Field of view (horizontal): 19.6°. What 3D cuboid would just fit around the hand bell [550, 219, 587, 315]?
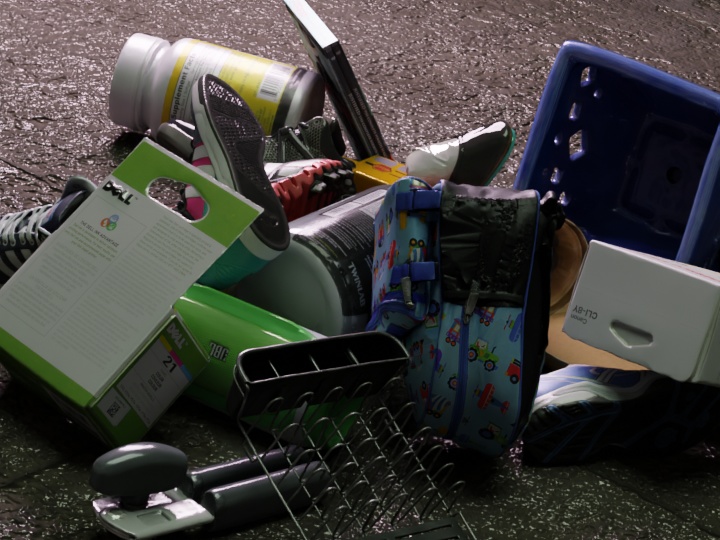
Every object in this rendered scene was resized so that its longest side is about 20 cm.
[{"bbox_3d":[0.118,-0.046,1.889,0.103,0.105,0.200,1,27,-23],"label":"hand bell"}]

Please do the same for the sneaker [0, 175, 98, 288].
[{"bbox_3d":[-0.266,-0.030,1.702,0.198,0.109,0.070,12,57,20],"label":"sneaker"}]

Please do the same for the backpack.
[{"bbox_3d":[0.075,0.041,1.615,0.133,0.202,0.183,5,-7,-6],"label":"backpack"}]

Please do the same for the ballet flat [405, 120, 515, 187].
[{"bbox_3d":[0.059,-0.065,1.868,0.068,0.200,0.068,24,35,-21],"label":"ballet flat"}]

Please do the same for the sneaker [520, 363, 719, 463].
[{"bbox_3d":[0.208,0.104,1.698,0.198,0.076,0.077,1,28,-27],"label":"sneaker"}]

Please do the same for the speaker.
[{"bbox_3d":[-0.096,0.069,1.623,0.199,0.089,0.088,21,25,22],"label":"speaker"}]

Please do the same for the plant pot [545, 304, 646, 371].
[{"bbox_3d":[0.231,0.068,1.857,0.198,0.028,0.200,9,23,-4],"label":"plant pot"}]

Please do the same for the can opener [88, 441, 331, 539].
[{"bbox_3d":[-0.102,0.151,1.469,0.199,0.067,0.053,-4,29,-44],"label":"can opener"}]

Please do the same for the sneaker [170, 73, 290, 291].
[{"bbox_3d":[-0.130,-0.058,1.712,0.083,0.121,0.201,29,32,-40],"label":"sneaker"}]

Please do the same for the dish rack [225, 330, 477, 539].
[{"bbox_3d":[0.002,0.141,1.476,0.152,0.055,0.201,-8,54,-38],"label":"dish rack"}]

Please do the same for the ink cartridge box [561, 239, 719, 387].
[{"bbox_3d":[0.284,0.044,1.703,0.145,0.084,0.199,21,6,43],"label":"ink cartridge box"}]

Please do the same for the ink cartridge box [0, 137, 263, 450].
[{"bbox_3d":[-0.171,0.018,1.574,0.147,0.076,0.200,31,71,36],"label":"ink cartridge box"}]

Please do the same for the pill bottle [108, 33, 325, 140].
[{"bbox_3d":[-0.145,-0.168,2.103,0.198,0.115,0.114,16,23,10],"label":"pill bottle"}]

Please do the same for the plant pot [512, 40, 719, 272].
[{"bbox_3d":[0.282,-0.092,2.019,0.199,0.202,0.179,24,11,30],"label":"plant pot"}]

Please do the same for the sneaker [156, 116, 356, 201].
[{"bbox_3d":[-0.089,-0.107,1.958,0.198,0.115,0.076,27,-19,13],"label":"sneaker"}]

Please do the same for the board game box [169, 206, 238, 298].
[{"bbox_3d":[-0.135,-0.005,1.820,0.151,0.047,0.199,28,28,34],"label":"board game box"}]

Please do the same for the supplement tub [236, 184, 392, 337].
[{"bbox_3d":[0.000,0.000,1.765,0.122,0.124,0.199,26,30,30],"label":"supplement tub"}]

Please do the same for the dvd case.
[{"bbox_3d":[-0.013,-0.169,2.092,0.022,0.201,0.146,-27,32,-4],"label":"dvd case"}]

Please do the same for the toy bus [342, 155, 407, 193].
[{"bbox_3d":[0.044,-0.058,2.003,0.199,0.066,0.078,22,25,22],"label":"toy bus"}]

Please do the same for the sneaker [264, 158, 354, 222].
[{"bbox_3d":[-0.083,-0.066,1.833,0.097,0.071,0.200,25,27,24],"label":"sneaker"}]
